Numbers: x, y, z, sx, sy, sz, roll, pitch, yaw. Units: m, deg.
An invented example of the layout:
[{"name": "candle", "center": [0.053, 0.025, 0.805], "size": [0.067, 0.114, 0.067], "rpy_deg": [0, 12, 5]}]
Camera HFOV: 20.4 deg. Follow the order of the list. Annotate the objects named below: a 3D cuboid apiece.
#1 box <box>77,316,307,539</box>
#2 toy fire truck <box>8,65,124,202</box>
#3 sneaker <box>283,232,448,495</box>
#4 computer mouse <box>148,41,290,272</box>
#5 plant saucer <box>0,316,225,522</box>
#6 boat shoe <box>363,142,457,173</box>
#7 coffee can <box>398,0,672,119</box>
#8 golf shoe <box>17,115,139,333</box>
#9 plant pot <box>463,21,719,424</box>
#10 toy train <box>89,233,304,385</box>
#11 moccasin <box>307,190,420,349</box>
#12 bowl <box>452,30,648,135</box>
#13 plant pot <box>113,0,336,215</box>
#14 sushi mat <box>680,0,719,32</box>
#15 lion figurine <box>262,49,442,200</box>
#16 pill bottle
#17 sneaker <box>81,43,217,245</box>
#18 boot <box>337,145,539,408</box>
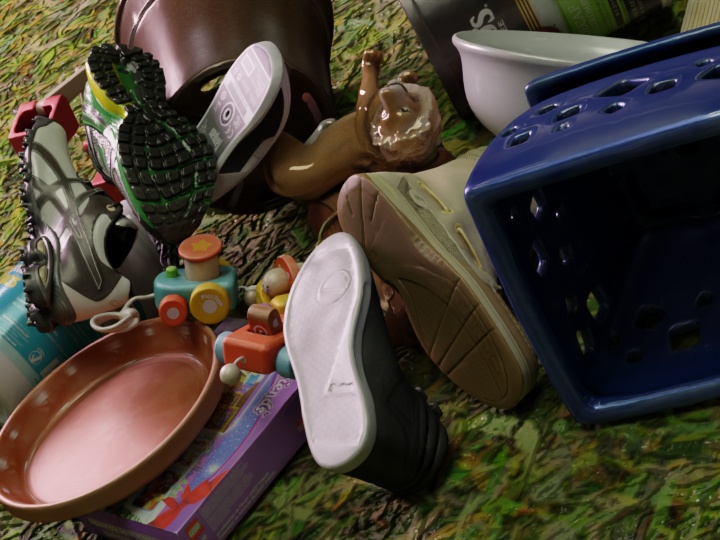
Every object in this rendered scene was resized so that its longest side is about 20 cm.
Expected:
[{"name": "box", "center": [-0.107, 0.121, 1.473], "size": [0.136, 0.039, 0.200], "rpy_deg": [7, 48, 47]}, {"name": "toy fire truck", "center": [-0.236, -0.139, 1.850], "size": [0.048, 0.141, 0.201], "rpy_deg": [-10, 37, 30]}, {"name": "sneaker", "center": [0.006, 0.071, 1.377], "size": [0.071, 0.099, 0.201], "rpy_deg": [-30, 45, 25]}, {"name": "computer mouse", "center": [-0.105, -0.090, 1.587], "size": [0.200, 0.044, 0.110], "rpy_deg": [-53, 39, 24]}, {"name": "plant saucer", "center": [-0.184, 0.112, 1.487], "size": [0.199, 0.032, 0.201], "rpy_deg": [-23, 31, 15]}, {"name": "boat shoe", "center": [0.028, -0.098, 1.635], "size": [0.072, 0.068, 0.200], "rpy_deg": [-41, 32, -13]}, {"name": "coffee can", "center": [0.137, -0.237, 1.659], "size": [0.199, 0.147, 0.147], "rpy_deg": [-29, 31, 5]}, {"name": "golf shoe", "center": [-0.223, -0.039, 1.586], "size": [0.094, 0.078, 0.201], "rpy_deg": [-7, 56, -4]}, {"name": "plant pot", "center": [0.203, -0.044, 1.295], "size": [0.199, 0.201, 0.180], "rpy_deg": [-15, 29, 26]}, {"name": "toy train", "center": [-0.099, 0.022, 1.466], "size": [0.199, 0.056, 0.150], "rpy_deg": [13, 25, 37]}, {"name": "moccasin", "center": [0.000, 0.001, 1.525], "size": [0.077, 0.074, 0.202], "rpy_deg": [-26, 40, -9]}, {"name": "bowl", "center": [0.162, -0.123, 1.496], "size": [0.200, 0.091, 0.201], "rpy_deg": [5, 12, -1]}, {"name": "plant pot", "center": [-0.105, -0.162, 1.724], "size": [0.199, 0.201, 0.199], "rpy_deg": [-27, 35, 7]}, {"name": "sushi mat", "center": [0.298, -0.197, 1.594], "size": [0.095, 0.012, 0.201], "rpy_deg": [-12, 37, 30]}, {"name": "lion figurine", "center": [-0.014, -0.098, 1.562], "size": [0.200, 0.072, 0.123], "rpy_deg": [-34, 37, 35]}, {"name": "pill bottle", "center": [-0.241, 0.033, 1.645], "size": [0.200, 0.111, 0.111], "rpy_deg": [-45, 34, -22]}, {"name": "sneaker", "center": [-0.169, -0.089, 1.587], "size": [0.078, 0.086, 0.201], "rpy_deg": [-4, 44, -23]}, {"name": "boot", "center": [0.094, -0.002, 1.427], "size": [0.155, 0.073, 0.200], "rpy_deg": [-17, 58, -42]}]
